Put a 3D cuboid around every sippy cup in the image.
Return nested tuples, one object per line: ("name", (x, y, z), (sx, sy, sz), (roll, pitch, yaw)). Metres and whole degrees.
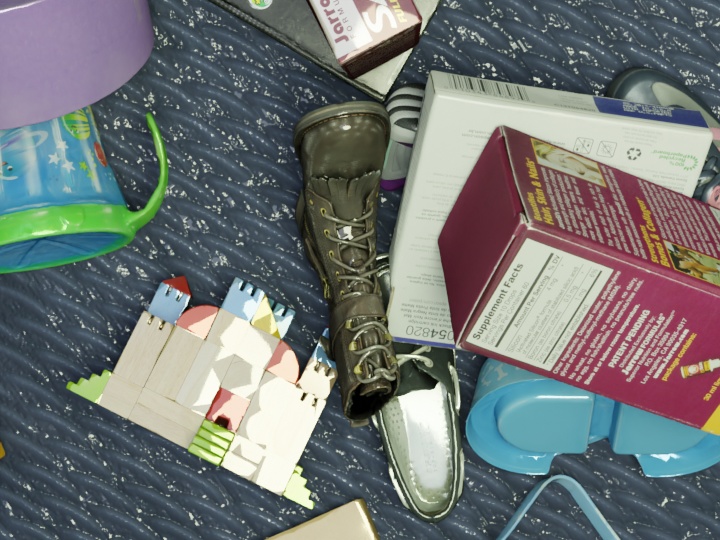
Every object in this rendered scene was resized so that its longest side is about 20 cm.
("sippy cup", (-0.240, -0.075, 1.022), (0.177, 0.139, 0.132), (-5, 81, -38))

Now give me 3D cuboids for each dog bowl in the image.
("dog bowl", (0.175, 0.097, 1.026), (0.198, 0.050, 0.112), (0, 136, 2))

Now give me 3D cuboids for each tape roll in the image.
("tape roll", (-0.246, -0.182, 0.967), (0.198, 0.201, 0.086), (-5, 127, 3))

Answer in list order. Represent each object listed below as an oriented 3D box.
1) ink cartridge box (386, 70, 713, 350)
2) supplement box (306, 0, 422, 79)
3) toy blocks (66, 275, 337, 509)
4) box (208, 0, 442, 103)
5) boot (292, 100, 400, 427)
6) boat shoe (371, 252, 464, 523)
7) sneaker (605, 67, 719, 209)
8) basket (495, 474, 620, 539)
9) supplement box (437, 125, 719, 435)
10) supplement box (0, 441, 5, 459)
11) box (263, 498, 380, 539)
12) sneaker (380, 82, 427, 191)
("ink cartridge box", (0.124, -0.031, 0.996), (0.198, 0.041, 0.201), (8, 121, -8))
("supplement box", (-0.009, -0.188, 0.919), (0.061, 0.200, 0.110), (-27, 94, 4))
("toy blocks", (-0.095, 0.070, 1.047), (0.199, 0.100, 0.138), (26, 83, 0))
("box", (-0.015, -0.256, 1.036), (0.192, 0.048, 0.201), (31, 95, 1))
("boot", (0.000, 0.000, 0.964), (0.069, 0.200, 0.176), (-8, 62, -8))
("boat shoe", (0.041, 0.086, 1.049), (0.075, 0.060, 0.202), (-16, 93, 3))
("sneaker", (0.253, -0.066, 1.019), (0.070, 0.082, 0.200), (-40, 91, 7))
("basket", (0.142, 0.275, 1.028), (0.177, 0.139, 0.200), (48, 59, -1))
("supplement box", (0.163, 0.007, 0.920), (0.198, 0.131, 0.104), (20, 121, -14))
("supplement box", (-0.357, 0.069, 1.051), (0.109, 0.086, 0.202), (-18, 93, 4))
("box", (-0.033, 0.295, 1.066), (0.162, 0.021, 0.201), (-24, 80, 3))
("sneaker", (0.102, -0.074, 1.046), (0.198, 0.075, 0.088), (16, 134, -11))
